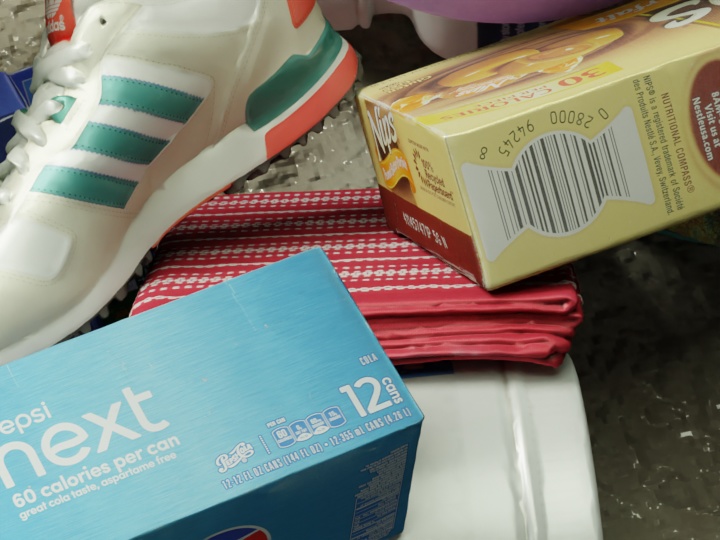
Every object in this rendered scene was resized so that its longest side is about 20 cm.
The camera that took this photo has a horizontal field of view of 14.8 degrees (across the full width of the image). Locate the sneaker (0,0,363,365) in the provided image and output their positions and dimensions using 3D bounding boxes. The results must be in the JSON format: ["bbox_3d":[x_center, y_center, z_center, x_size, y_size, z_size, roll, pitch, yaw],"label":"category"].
[{"bbox_3d":[-0.093,-0.047,0.904,0.200,0.094,0.070,-40,22,-23],"label":"sneaker"}]

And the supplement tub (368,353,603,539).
[{"bbox_3d":[-0.026,0.097,0.880,0.198,0.132,0.133,-6,55,-1],"label":"supplement tub"}]

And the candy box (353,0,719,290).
[{"bbox_3d":[0.108,-0.059,0.908,0.199,0.056,0.115,-19,15,-10],"label":"candy box"}]

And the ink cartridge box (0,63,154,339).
[{"bbox_3d":[-0.164,0.011,0.953,0.199,0.120,0.042,-22,32,-13],"label":"ink cartridge box"}]

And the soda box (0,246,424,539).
[{"bbox_3d":[-0.085,0.067,0.773,0.199,0.064,0.068,-20,59,-20],"label":"soda box"}]

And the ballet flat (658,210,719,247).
[{"bbox_3d":[0.149,-0.034,0.996,0.199,0.071,0.071,27,61,20],"label":"ballet flat"}]

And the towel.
[{"bbox_3d":[0.000,0.000,0.939,0.143,0.023,0.200,-2,13,2],"label":"towel"}]

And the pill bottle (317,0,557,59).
[{"bbox_3d":[0.069,-0.140,1.043,0.198,0.120,0.120,-4,55,1],"label":"pill bottle"}]

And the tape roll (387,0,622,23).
[{"bbox_3d":[0.046,-0.189,0.934,0.198,0.085,0.201,4,63,-8],"label":"tape roll"}]
